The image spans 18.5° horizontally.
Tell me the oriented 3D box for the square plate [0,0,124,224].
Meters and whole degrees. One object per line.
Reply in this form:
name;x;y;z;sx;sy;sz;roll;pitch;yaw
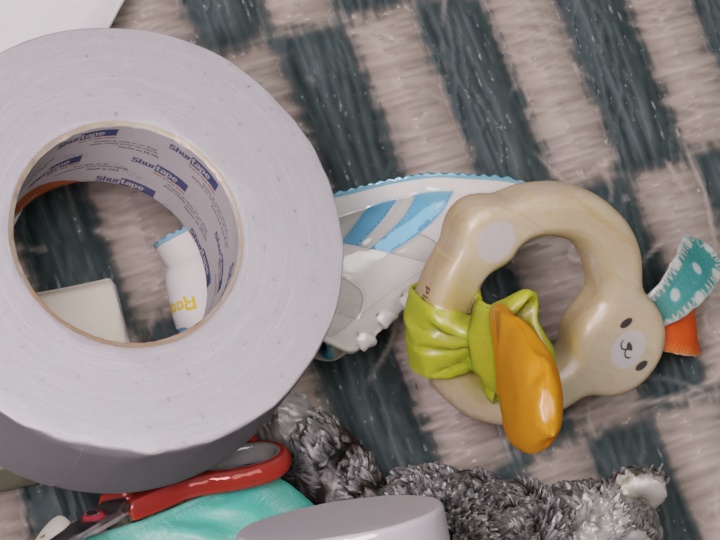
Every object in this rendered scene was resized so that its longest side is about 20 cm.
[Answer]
square plate;-0.225;-0.137;1.085;0.199;0.028;0.199;27;66;-9

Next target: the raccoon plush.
raccoon plush;0.062;0.102;1.076;0.134;0.097;0.200;-36;86;-33

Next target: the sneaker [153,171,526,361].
sneaker;0.000;0.000;1.099;0.198;0.076;0.081;-13;85;-16

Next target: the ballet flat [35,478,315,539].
ballet flat;-0.109;0.140;1.021;0.199;0.068;0.070;-14;41;-25

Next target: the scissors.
scissors;-0.117;0.110;1.003;0.199;0.073;0.014;-22;114;-37

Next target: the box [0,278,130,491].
box;-0.203;0.065;1.005;0.198;0.068;0.083;-9;76;-22

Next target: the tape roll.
tape roll;-0.110;-0.006;0.987;0.199;0.066;0.202;7;67;-16

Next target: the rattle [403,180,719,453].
rattle;0.132;0.033;1.069;0.199;0.143;0.131;16;87;-32

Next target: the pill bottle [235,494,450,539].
pill bottle;0.006;0.207;0.977;0.115;0.116;0.202;-11;95;-22
